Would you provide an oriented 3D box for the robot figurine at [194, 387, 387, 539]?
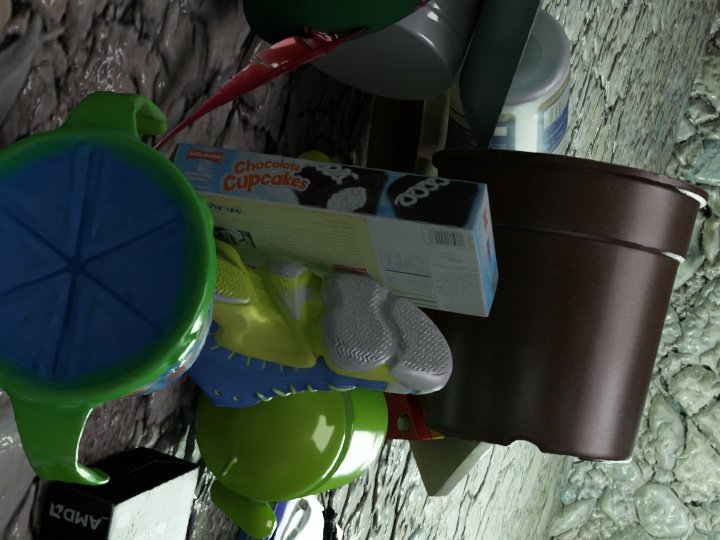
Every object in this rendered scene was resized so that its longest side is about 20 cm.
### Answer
[{"bbox_3d":[-0.049,0.110,1.097,0.176,0.115,0.200,-68,163,4],"label":"robot figurine"}]

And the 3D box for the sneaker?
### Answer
[{"bbox_3d":[-0.044,0.050,0.960,0.076,0.200,0.105,-66,179,-49],"label":"sneaker"}]

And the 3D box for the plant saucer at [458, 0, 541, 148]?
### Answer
[{"bbox_3d":[0.106,-0.181,1.054,0.201,0.039,0.202,19,90,-88],"label":"plant saucer"}]

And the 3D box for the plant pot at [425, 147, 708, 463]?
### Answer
[{"bbox_3d":[0.134,0.028,1.056,0.200,0.200,0.199,21,78,-73],"label":"plant pot"}]

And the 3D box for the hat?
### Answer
[{"bbox_3d":[-0.040,-0.148,0.943,0.176,0.200,0.166,-64,-148,27],"label":"hat"}]

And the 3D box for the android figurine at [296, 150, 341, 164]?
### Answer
[{"bbox_3d":[0.000,0.000,1.091,0.200,0.041,0.182,-111,179,-49],"label":"android figurine"}]

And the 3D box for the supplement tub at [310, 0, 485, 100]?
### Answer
[{"bbox_3d":[0.038,-0.239,1.057,0.132,0.132,0.200,61,46,-66],"label":"supplement tub"}]

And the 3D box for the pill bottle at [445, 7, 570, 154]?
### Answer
[{"bbox_3d":[0.121,-0.126,1.255,0.200,0.111,0.111,81,29,-58],"label":"pill bottle"}]

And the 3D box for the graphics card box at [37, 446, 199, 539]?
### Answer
[{"bbox_3d":[-0.166,0.222,0.939,0.125,0.051,0.201,-15,119,-70],"label":"graphics card box"}]

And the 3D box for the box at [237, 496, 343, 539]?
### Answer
[{"bbox_3d":[-0.070,0.252,1.282,0.200,0.041,0.119,63,45,-62],"label":"box"}]

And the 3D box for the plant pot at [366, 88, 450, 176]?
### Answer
[{"bbox_3d":[0.038,-0.112,1.179,0.200,0.027,0.201,-173,-90,-80],"label":"plant pot"}]

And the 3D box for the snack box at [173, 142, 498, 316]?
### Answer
[{"bbox_3d":[-0.015,-0.025,0.950,0.116,0.199,0.037,74,29,-60],"label":"snack box"}]

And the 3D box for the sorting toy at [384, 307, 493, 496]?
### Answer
[{"bbox_3d":[0.054,0.060,1.248,0.199,0.069,0.200,-57,-136,46],"label":"sorting toy"}]

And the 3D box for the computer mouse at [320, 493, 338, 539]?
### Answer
[{"bbox_3d":[-0.026,0.175,1.259,0.059,0.034,0.201,-61,144,-77],"label":"computer mouse"}]

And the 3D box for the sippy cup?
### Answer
[{"bbox_3d":[-0.132,0.010,0.757,0.178,0.140,0.130,-47,169,-7],"label":"sippy cup"}]
